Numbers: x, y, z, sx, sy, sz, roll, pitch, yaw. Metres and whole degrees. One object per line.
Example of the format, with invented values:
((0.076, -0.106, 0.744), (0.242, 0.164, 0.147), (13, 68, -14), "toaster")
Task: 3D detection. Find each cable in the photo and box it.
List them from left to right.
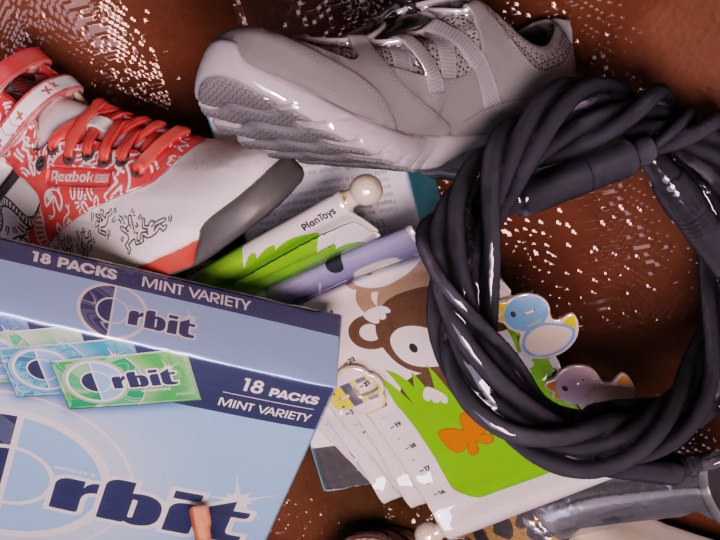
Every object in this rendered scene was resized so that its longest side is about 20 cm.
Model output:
((0.102, 0.002, 0.704), (0.051, 0.200, 0.163), (7, 85, 50), "cable")

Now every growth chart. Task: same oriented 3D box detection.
((0.024, 0.043, 0.766), (0.145, 0.018, 0.200), (-34, 114, 29), "growth chart")

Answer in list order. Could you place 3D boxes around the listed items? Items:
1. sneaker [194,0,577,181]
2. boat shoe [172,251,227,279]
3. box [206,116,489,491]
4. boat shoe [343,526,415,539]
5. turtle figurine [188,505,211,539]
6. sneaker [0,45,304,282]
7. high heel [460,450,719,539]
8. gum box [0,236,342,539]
((0.014, -0.080, 0.699), (0.075, 0.200, 0.082), (7, 92, 42), "sneaker")
((-0.103, 0.063, 0.843), (0.072, 0.066, 0.201), (15, 123, -16), "boat shoe")
((0.000, 0.000, 0.799), (0.082, 0.049, 0.200), (-9, 113, 17), "box")
((0.009, 0.220, 0.836), (0.070, 0.070, 0.200), (-15, 70, 30), "boat shoe")
((-0.051, 0.202, 0.794), (0.161, 0.064, 0.200), (-28, 91, 47), "turtle figurine")
((-0.118, -0.049, 0.761), (0.201, 0.067, 0.108), (-15, 111, 48), "sneaker")
((0.132, 0.168, 0.854), (0.142, 0.071, 0.200), (-8, 119, 31), "high heel")
((-0.117, 0.079, 0.766), (0.170, 0.045, 0.200), (14, 134, -11), "gum box")
